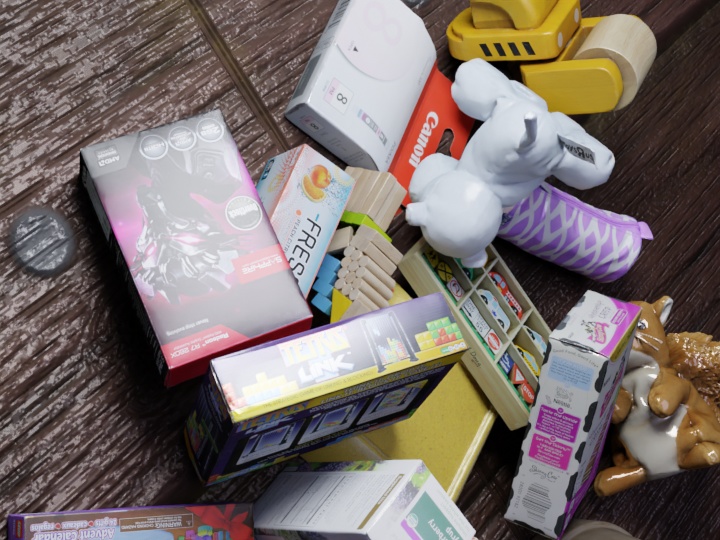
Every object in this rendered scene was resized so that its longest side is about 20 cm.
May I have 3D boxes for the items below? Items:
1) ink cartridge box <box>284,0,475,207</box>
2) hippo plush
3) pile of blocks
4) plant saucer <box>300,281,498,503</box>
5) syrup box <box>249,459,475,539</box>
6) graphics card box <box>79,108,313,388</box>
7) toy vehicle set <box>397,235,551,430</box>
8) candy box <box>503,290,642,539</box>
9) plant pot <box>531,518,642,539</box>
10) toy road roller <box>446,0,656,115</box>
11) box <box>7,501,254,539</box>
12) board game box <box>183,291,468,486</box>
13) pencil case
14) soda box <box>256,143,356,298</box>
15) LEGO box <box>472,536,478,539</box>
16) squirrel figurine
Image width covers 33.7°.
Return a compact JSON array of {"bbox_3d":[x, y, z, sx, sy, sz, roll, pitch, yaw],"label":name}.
[{"bbox_3d":[0.038,-0.165,1.166,0.200,0.057,0.163,34,63,-22],"label":"ink cartridge box"},{"bbox_3d":[0.132,-0.078,1.095,0.159,0.200,0.161,27,107,-26],"label":"hippo plush"},{"bbox_3d":[0.000,0.000,1.090,0.062,0.082,0.201,42,47,-43],"label":"pile of blocks"},{"bbox_3d":[0.051,0.133,1.121,0.200,0.048,0.200,44,59,-23],"label":"plant saucer"},{"bbox_3d":[-0.008,0.210,0.967,0.079,0.200,0.081,53,56,-16],"label":"syrup box"},{"bbox_3d":[-0.134,-0.022,0.956,0.125,0.051,0.201,-19,74,-19],"label":"graphics card box"},{"bbox_3d":[0.124,0.043,1.168,0.200,0.026,0.124,55,37,-9],"label":"toy vehicle set"},{"bbox_3d":[0.205,0.136,1.140,0.136,0.061,0.201,-36,140,-58],"label":"candy box"},{"bbox_3d":[0.271,0.346,1.168,0.199,0.173,0.201,8,76,-34],"label":"plant pot"},{"bbox_3d":[0.182,-0.239,1.178,0.123,0.199,0.146,-54,138,-46],"label":"toy road roller"},{"bbox_3d":[-0.176,0.256,0.935,0.199,0.039,0.137,4,80,-36],"label":"box"},{"bbox_3d":[-0.033,0.098,0.960,0.199,0.165,0.057,-15,68,-23],"label":"board game box"},{"bbox_3d":[0.208,-0.053,1.247,0.200,0.086,0.084,21,37,-35],"label":"pencil case"},{"bbox_3d":[-0.078,-0.008,1.037,0.064,0.068,0.201,35,64,-25],"label":"soda box"},{"bbox_3d":[0.053,0.334,1.019,0.149,0.077,0.200,-48,136,-33],"label":"LEGO box"},{"bbox_3d":[0.322,0.123,1.292,0.200,0.141,0.187,-7,76,-51],"label":"squirrel figurine"}]
